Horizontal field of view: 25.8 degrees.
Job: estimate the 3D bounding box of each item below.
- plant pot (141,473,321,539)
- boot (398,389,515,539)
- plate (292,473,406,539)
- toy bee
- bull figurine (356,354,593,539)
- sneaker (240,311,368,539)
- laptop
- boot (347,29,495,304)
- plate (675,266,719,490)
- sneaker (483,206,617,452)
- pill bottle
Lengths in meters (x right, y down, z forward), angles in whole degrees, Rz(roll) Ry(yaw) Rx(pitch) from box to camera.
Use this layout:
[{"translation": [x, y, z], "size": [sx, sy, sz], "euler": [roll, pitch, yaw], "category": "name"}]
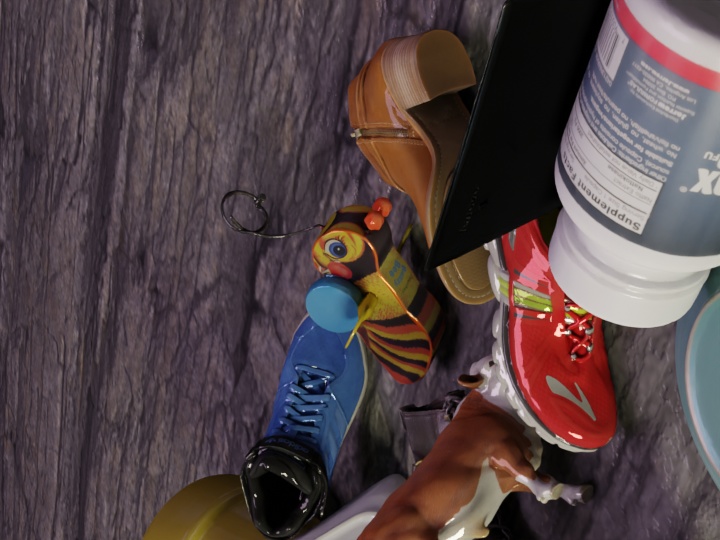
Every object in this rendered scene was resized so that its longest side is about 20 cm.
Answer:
[{"translation": [-0.077, 0.298, 1.437], "size": [0.188, 0.200, 0.202], "euler": [4, 105, 46], "category": "plant pot"}, {"translation": [0.085, 0.177, 1.178], "size": [0.200, 0.069, 0.175], "euler": [-7, 93, 64], "category": "boot"}, {"translation": [-0.011, 0.289, 1.287], "size": [0.200, 0.199, 0.032], "euler": [59, -179, 33], "category": "plate"}, {"translation": [0.000, 0.000, 1.193], "size": [0.109, 0.199, 0.132], "euler": [-35, 38, 42], "category": "toy bee"}, {"translation": [0.082, 0.150, 1.096], "size": [0.121, 0.200, 0.065], "euler": [30, 165, 39], "category": "bull figurine"}, {"translation": [-0.047, 0.133, 1.335], "size": [0.111, 0.076, 0.201], "euler": [-49, -25, -75], "category": "sneaker"}, {"translation": [0.097, -0.131, 0.904], "size": [0.201, 0.115, 0.188], "euler": [-99, 18, -45], "category": "laptop"}, {"translation": [0.048, -0.071, 1.156], "size": [0.155, 0.073, 0.201], "euler": [167, 95, -69], "category": "boot"}, {"translation": [0.234, 0.072, 0.881], "size": [0.200, 0.025, 0.201], "euler": [35, 131, 53], "category": "plate"}, {"translation": [0.130, 0.019, 1.017], "size": [0.085, 0.077, 0.201], "euler": [-21, 82, 58], "category": "sneaker"}, {"translation": [0.171, -0.070, 0.842], "size": [0.120, 0.119, 0.201], "euler": [57, 148, 36], "category": "pill bottle"}]
